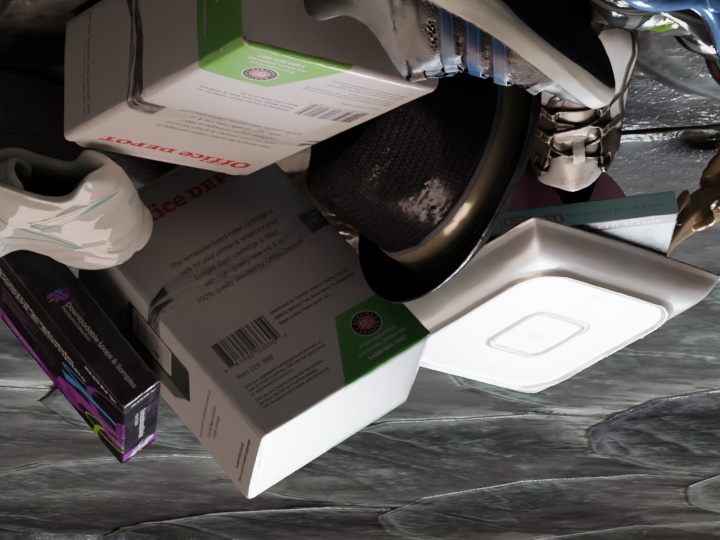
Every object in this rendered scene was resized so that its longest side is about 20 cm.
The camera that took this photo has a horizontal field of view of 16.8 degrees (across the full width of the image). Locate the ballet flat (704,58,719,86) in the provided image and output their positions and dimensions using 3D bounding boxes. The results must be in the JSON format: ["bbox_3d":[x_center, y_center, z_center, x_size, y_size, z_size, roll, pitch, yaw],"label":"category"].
[{"bbox_3d":[0.314,-0.127,1.576,0.198,0.074,0.073,-2,166,-8],"label":"ballet flat"}]

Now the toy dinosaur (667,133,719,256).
[{"bbox_3d":[0.272,-0.059,1.830,0.200,0.058,0.101,-35,165,-31],"label":"toy dinosaur"}]

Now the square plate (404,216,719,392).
[{"bbox_3d":[0.123,0.034,1.721,0.199,0.029,0.198,15,145,-40],"label":"square plate"}]

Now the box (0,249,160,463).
[{"bbox_3d":[-0.195,0.052,1.663,0.036,0.143,0.200,-38,171,-16],"label":"box"}]

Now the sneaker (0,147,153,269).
[{"bbox_3d":[-0.236,-0.042,1.539,0.199,0.071,0.080,-8,142,7],"label":"sneaker"}]

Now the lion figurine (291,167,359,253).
[{"bbox_3d":[0.000,0.000,1.726,0.121,0.073,0.201,-2,134,-15],"label":"lion figurine"}]

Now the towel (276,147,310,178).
[{"bbox_3d":[-0.042,-0.098,1.706,0.131,0.035,0.200,-2,165,-6],"label":"towel"}]

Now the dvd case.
[{"bbox_3d":[0.142,0.007,1.728,0.145,0.022,0.200,-7,152,-5],"label":"dvd case"}]

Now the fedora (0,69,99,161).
[{"bbox_3d":[-0.236,-0.075,1.649,0.175,0.091,0.200,-6,158,10],"label":"fedora"}]

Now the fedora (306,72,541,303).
[{"bbox_3d":[0.027,-0.079,1.536,0.091,0.202,0.200,21,157,-24],"label":"fedora"}]

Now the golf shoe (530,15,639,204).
[{"bbox_3d":[0.145,-0.105,1.589,0.077,0.095,0.200,-3,164,7],"label":"golf shoe"}]

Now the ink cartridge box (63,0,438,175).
[{"bbox_3d":[-0.070,-0.131,1.475,0.145,0.085,0.199,10,161,-37],"label":"ink cartridge box"}]

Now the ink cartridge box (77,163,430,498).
[{"bbox_3d":[-0.075,0.027,1.617,0.145,0.200,0.084,-30,155,-28],"label":"ink cartridge box"}]

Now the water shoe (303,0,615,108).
[{"bbox_3d":[0.056,-0.141,1.395,0.199,0.072,0.079,30,125,-22],"label":"water shoe"}]

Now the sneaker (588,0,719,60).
[{"bbox_3d":[0.177,-0.171,1.423,0.082,0.071,0.199,16,-179,36],"label":"sneaker"}]

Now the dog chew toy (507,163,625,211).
[{"bbox_3d":[0.102,-0.031,1.825,0.198,0.126,0.125,9,163,-11],"label":"dog chew toy"}]
